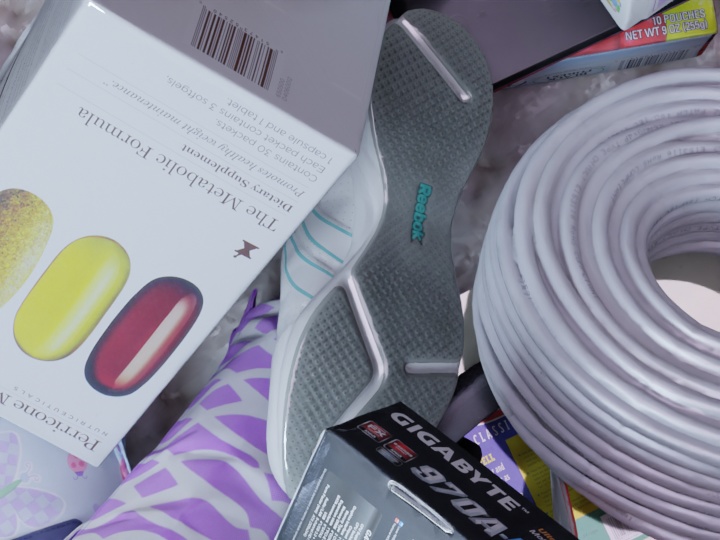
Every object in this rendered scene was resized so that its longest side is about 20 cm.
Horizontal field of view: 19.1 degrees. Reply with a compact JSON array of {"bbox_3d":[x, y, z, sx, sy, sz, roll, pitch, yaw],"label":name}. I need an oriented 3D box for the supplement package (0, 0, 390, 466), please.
[{"bbox_3d":[-0.091,-0.039,0.819,0.113,0.110,0.200,29,129,-15],"label":"supplement package"}]

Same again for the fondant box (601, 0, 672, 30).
[{"bbox_3d":[0.068,-0.198,0.806,0.058,0.144,0.200,-33,84,1],"label":"fondant box"}]

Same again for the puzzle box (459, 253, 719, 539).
[{"bbox_3d":[0.114,0.048,0.921,0.199,0.025,0.133,-26,85,-1],"label":"puzzle box"}]

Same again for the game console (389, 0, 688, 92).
[{"bbox_3d":[0.072,-0.190,0.888,0.176,0.031,0.201,-24,83,-2],"label":"game console"}]

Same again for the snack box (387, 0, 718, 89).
[{"bbox_3d":[0.042,-0.149,0.926,0.199,0.053,0.143,-10,83,0],"label":"snack box"}]

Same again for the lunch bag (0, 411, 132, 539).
[{"bbox_3d":[-0.174,0.145,0.866,0.199,0.127,0.170,-19,79,-4],"label":"lunch bag"}]

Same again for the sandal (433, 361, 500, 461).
[{"bbox_3d":[0.007,0.115,0.880,0.043,0.076,0.200,38,111,3],"label":"sandal"}]

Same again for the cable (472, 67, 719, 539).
[{"bbox_3d":[0.144,0.013,0.818,0.200,0.069,0.200,-31,62,-31],"label":"cable"}]

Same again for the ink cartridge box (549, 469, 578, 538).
[{"bbox_3d":[0.097,0.165,0.805,0.044,0.200,0.177,0,100,2],"label":"ink cartridge box"}]

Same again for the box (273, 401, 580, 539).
[{"bbox_3d":[0.021,0.170,0.716,0.159,0.046,0.201,36,117,26],"label":"box"}]

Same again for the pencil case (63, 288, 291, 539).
[{"bbox_3d":[-0.058,0.092,0.846,0.085,0.084,0.200,24,42,16],"label":"pencil case"}]

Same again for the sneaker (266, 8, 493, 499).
[{"bbox_3d":[0.000,0.000,0.844,0.070,0.080,0.201,22,69,-25],"label":"sneaker"}]
